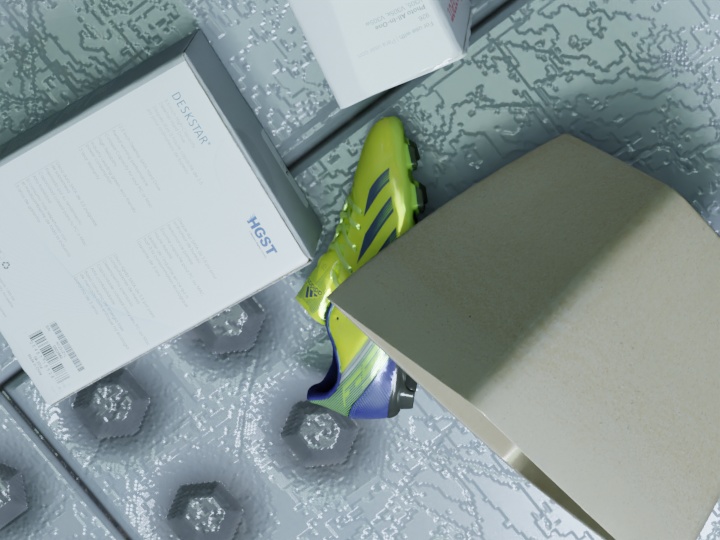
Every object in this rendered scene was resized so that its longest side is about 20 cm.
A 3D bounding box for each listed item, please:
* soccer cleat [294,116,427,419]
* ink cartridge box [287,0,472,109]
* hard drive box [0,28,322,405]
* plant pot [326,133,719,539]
[{"bbox_3d":[0.000,0.001,1.624,0.084,0.065,0.200,4,108,4],"label":"soccer cleat"},{"bbox_3d":[-0.012,-0.212,1.517,0.087,0.145,0.200,-25,104,12],"label":"ink cartridge box"},{"bbox_3d":[-0.149,-0.033,1.619,0.200,0.077,0.156,-28,103,12],"label":"hard drive box"},{"bbox_3d":[0.136,0.036,1.545,0.177,0.200,0.200,-49,122,-4],"label":"plant pot"}]
